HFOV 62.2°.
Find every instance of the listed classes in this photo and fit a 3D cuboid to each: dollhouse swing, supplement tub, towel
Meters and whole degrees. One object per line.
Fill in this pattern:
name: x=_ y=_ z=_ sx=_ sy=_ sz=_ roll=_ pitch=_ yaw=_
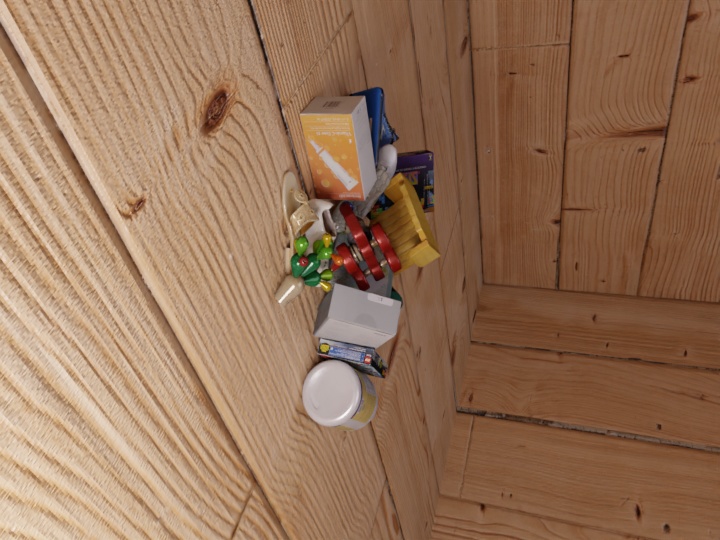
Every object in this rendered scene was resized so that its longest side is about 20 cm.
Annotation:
dollhouse swing: x=0.085 y=-0.102 z=1.535 sx=0.181 sy=0.172 sz=0.205 roll=24 pitch=44 yaw=-66
supplement tub: x=-0.041 y=0.301 z=1.417 sx=0.200 sy=0.141 sz=0.150 roll=47 pitch=50 yaw=-65
towel: x=0.000 y=0.000 z=1.449 sx=0.048 sy=0.168 sz=0.204 roll=-49 pitch=-157 yaw=47

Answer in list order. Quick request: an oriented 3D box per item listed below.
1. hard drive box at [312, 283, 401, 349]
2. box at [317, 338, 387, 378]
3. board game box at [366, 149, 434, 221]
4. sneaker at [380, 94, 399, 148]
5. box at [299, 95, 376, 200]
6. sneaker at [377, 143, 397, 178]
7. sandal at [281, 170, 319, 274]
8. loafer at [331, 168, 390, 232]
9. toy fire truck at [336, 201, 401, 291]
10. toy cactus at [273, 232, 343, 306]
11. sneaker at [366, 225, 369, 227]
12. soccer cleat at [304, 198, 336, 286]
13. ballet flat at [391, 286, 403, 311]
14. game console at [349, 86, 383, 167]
hard drive box: x=-0.012 y=0.110 z=1.330 sx=0.200 sy=0.152 sz=0.079 roll=132 pitch=-28 yaw=-68
box: x=-0.015 y=0.218 z=1.460 sx=0.200 sy=0.133 sz=0.041 roll=56 pitch=46 yaw=-67
board game box: x=0.109 y=-0.238 z=1.669 sx=0.057 sy=0.194 sz=0.170 roll=-130 pitch=-148 yaw=-63
sneaker: x=0.068 y=-0.393 z=1.669 sx=0.079 sy=0.087 sz=0.205 roll=-50 pitch=140 yaw=-60
box: x=-0.045 y=-0.269 z=1.321 sx=0.098 sy=0.121 sz=0.204 roll=-61 pitch=149 yaw=-48
sneaker: x=0.046 y=-0.238 z=1.562 sx=0.204 sy=0.069 sz=0.080 roll=-64 pitch=-172 yaw=-4
sandal: x=-0.116 y=-0.095 z=1.232 sx=0.077 sy=0.068 sz=0.218 roll=-25 pitch=118 yaw=-68
loafer: x=-0.004 y=-0.168 z=1.472 sx=0.200 sy=0.070 sz=0.070 roll=-44 pitch=-170 yaw=-15
toy fire truck: x=0.000 y=-0.066 z=1.338 sx=0.170 sy=0.110 sz=0.201 roll=61 pitch=2 yaw=36
toy cactus: x=-0.103 y=0.006 z=1.202 sx=0.166 sy=0.102 sz=0.200 roll=-48 pitch=167 yaw=-5
sneaker: x=0.008 y=-0.028 z=1.599 sx=0.080 sy=0.072 sz=0.206 roll=-15 pitch=109 yaw=-73
soccer cleat: x=-0.087 y=-0.055 z=1.311 sx=0.069 sy=0.075 sz=0.205 roll=-49 pitch=140 yaw=-59
ballet flat: x=0.070 y=0.076 z=1.545 sx=0.201 sy=0.065 sz=0.064 roll=-108 pitch=-165 yaw=-62
game console: x=0.022 y=-0.340 z=1.523 sx=0.116 sy=0.168 sz=0.206 roll=6 pitch=88 yaw=-43
